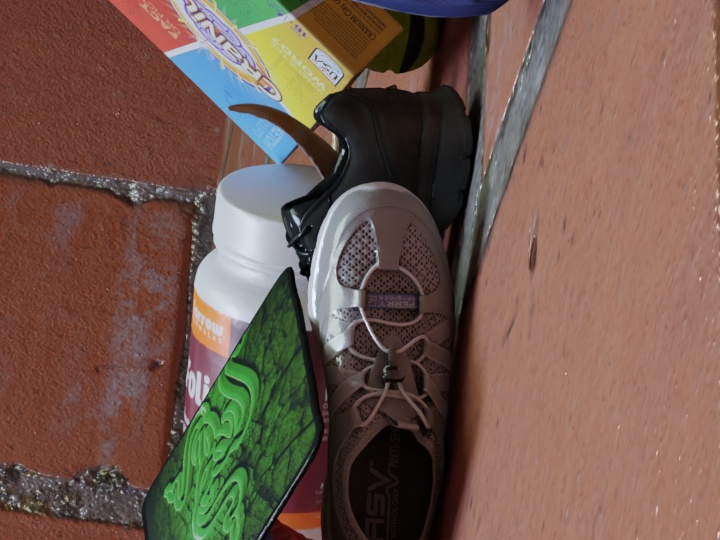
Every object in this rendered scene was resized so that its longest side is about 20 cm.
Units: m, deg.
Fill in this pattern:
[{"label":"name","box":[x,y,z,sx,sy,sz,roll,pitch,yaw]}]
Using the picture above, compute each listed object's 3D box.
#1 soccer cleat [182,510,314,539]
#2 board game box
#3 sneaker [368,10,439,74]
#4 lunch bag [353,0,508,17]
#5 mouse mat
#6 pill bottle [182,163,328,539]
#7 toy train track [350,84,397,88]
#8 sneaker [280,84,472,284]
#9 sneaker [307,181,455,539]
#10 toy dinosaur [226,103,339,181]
[{"label":"soccer cleat","box":[-0.030,0.154,1.448,0.200,0.068,0.073,-127,45,-53]},{"label":"board game box","box":[-0.065,-0.146,1.648,0.040,0.153,0.200,-46,1,-17]},{"label":"sneaker","box":[0.021,-0.212,1.716,0.084,0.074,0.201,-97,15,-53]},{"label":"lunch bag","box":[0.028,-0.218,1.360,0.132,0.135,0.201,-158,76,-84]},{"label":"mouse mat","box":[-0.066,0.099,1.471,0.161,0.008,0.200,-58,17,18]},{"label":"pill bottle","box":[-0.043,0.048,1.725,0.114,0.114,0.201,-96,11,-67]},{"label":"toy train track","box":[0.014,-0.086,1.793,0.200,0.032,0.115,-48,-65,-89]},{"label":"sneaker","box":[0.000,0.000,1.545,0.076,0.090,0.201,-169,85,-76]},{"label":"sneaker","box":[0.019,0.057,1.450,0.082,0.074,0.201,-161,68,-78]},{"label":"toy dinosaur","box":[0.000,-0.038,1.603,0.101,0.058,0.200,-64,-37,-41]}]
